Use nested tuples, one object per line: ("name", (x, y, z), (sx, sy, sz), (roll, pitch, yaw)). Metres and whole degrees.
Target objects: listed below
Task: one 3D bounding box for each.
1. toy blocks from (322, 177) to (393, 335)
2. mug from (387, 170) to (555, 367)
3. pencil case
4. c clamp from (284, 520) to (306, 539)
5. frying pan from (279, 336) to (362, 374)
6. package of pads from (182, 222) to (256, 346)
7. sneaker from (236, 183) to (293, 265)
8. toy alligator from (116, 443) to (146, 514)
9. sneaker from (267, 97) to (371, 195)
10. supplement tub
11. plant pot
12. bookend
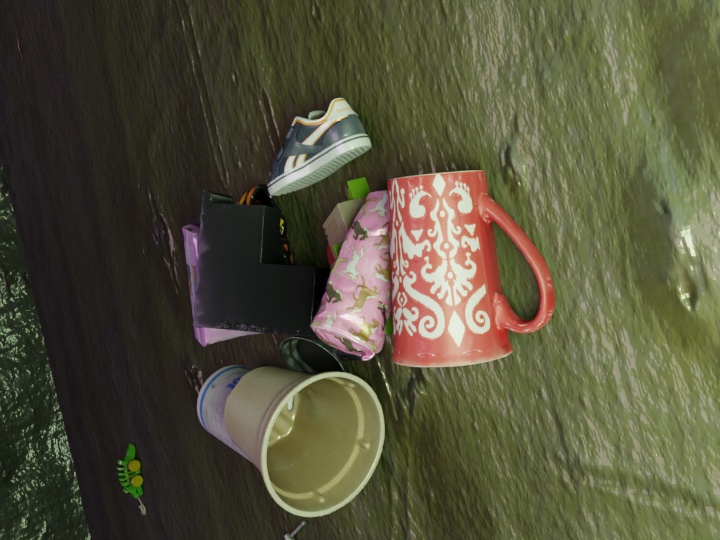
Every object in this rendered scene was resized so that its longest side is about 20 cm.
("toy blocks", (0.000, 0.000, 1.125), (0.201, 0.099, 0.137), (69, 158, 12))
("mug", (0.113, -0.007, 0.941), (0.133, 0.176, 0.201), (-51, -45, -86))
("pencil case", (0.014, 0.005, 1.009), (0.086, 0.083, 0.201), (10, 67, 35))
("c clamp", (-0.099, 0.561, 1.510), (0.171, 0.027, 0.201), (-50, 59, 51))
("frying pan", (-0.055, 0.118, 1.247), (0.115, 0.031, 0.190), (35, 141, 0))
("package of pads", (-0.221, 0.017, 1.421), (0.076, 0.120, 0.201), (20, 118, 58))
("sneaker", (-0.141, -0.039, 1.327), (0.090, 0.070, 0.201), (-46, 61, 55))
("toy alligator", (-0.602, 0.553, 2.240), (0.059, 0.054, 0.201), (8, 107, 56))
("sneaker", (-0.065, -0.167, 1.165), (0.200, 0.078, 0.080), (-24, 85, 45))
("supplement tub", (-0.174, 0.240, 1.418), (0.200, 0.131, 0.133), (13, 112, 53))
("plant pot", (-0.098, 0.223, 1.232), (0.183, 0.200, 0.202), (13, 112, 53))
("bookend", (-0.130, -0.010, 1.250), (0.198, 0.092, 0.201), (3, 90, 14))
